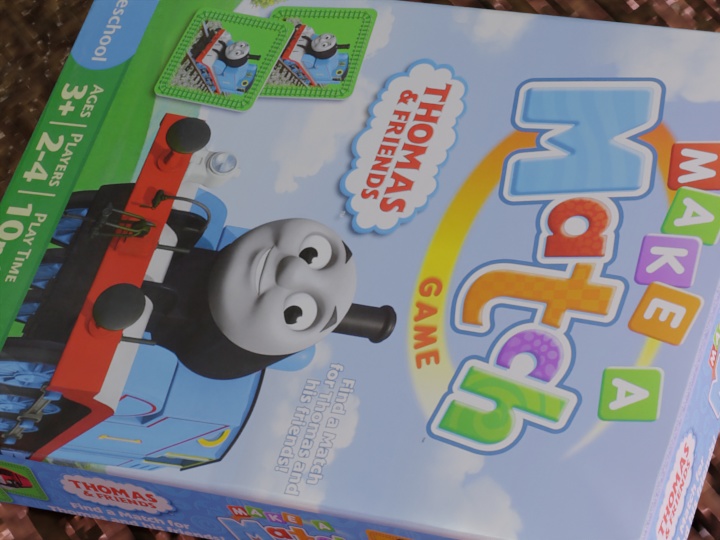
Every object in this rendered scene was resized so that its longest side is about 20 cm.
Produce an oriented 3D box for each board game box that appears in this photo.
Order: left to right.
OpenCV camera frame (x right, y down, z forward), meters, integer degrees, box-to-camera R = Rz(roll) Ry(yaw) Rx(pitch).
[{"bbox_3d":[0.000,0.000,0.704,0.199,0.037,0.152,8,60,23],"label":"board game box"}]
